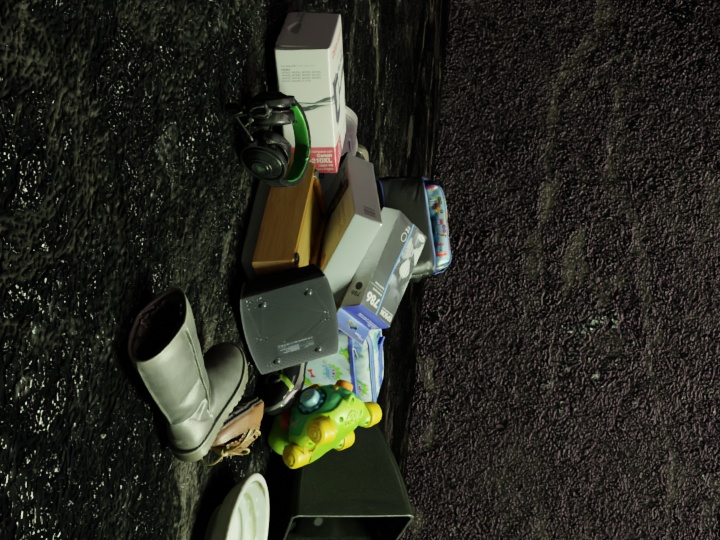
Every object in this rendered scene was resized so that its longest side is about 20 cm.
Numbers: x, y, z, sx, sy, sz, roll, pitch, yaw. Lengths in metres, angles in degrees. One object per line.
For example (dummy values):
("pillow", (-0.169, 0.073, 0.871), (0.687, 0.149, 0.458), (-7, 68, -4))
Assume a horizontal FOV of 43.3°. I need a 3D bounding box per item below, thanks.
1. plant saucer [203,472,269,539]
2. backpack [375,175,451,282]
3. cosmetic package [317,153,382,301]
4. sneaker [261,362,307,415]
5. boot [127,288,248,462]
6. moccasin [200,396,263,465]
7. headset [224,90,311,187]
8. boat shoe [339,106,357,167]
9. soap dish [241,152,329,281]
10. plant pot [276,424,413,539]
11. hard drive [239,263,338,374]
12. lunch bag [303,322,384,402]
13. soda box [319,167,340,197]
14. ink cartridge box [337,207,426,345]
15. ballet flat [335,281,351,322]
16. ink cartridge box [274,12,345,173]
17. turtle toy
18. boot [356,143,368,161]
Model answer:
("plant saucer", (-0.176, 0.376, 1.240), (0.200, 0.050, 0.202), (5, 90, -79))
("backpack", (0.058, -0.066, 1.563), (0.200, 0.134, 0.184), (167, -84, -75))
("cosmetic package", (-0.027, -0.070, 1.415), (0.200, 0.051, 0.151), (-97, -150, -57))
("sneaker", (-0.125, 0.128, 1.413), (0.083, 0.071, 0.201), (44, 48, -31))
("boot", (-0.192, 0.094, 1.017), (0.182, 0.072, 0.201), (-77, 160, -46))
("moccasin", (-0.169, 0.208, 1.165), (0.201, 0.073, 0.078), (79, 9, -86))
("headset", (-0.111, -0.183, 1.203), (0.200, 0.093, 0.124), (22, 71, -61))
("boat shoe", (-0.045, -0.233, 1.632), (0.200, 0.071, 0.069), (91, 8, -72))
("soap dish", (-0.106, -0.053, 1.326), (0.158, 0.081, 0.201), (78, 20, -58))
("plant pot", (-0.035, 0.369, 1.544), (0.200, 0.198, 0.178), (110, -20, -53))
("hard drive", (-0.102, 0.069, 1.296), (0.201, 0.134, 0.043), (84, -12, -54))
("lunch bag", (-0.039, 0.149, 1.561), (0.083, 0.160, 0.201), (-68, 162, -48))
("soda box", (-0.058, -0.083, 1.601), (0.064, 0.068, 0.201), (80, 19, -62))
("ink cartridge box", (0.032, 0.013, 1.397), (0.099, 0.039, 0.201), (38, 72, -52))
("ballet flat", (0.000, 0.000, 1.448), (0.071, 0.065, 0.201), (-86, -159, -62))
("ink cartridge box", (-0.072, -0.269, 1.369), (0.145, 0.084, 0.201), (-82, 171, -55))
("turtle toy", (-0.072, 0.240, 1.423), (0.145, 0.200, 0.101), (-10, 62, -49))
("boot", (-0.014, -0.133, 1.793), (0.201, 0.073, 0.151), (82, 17, -51))
